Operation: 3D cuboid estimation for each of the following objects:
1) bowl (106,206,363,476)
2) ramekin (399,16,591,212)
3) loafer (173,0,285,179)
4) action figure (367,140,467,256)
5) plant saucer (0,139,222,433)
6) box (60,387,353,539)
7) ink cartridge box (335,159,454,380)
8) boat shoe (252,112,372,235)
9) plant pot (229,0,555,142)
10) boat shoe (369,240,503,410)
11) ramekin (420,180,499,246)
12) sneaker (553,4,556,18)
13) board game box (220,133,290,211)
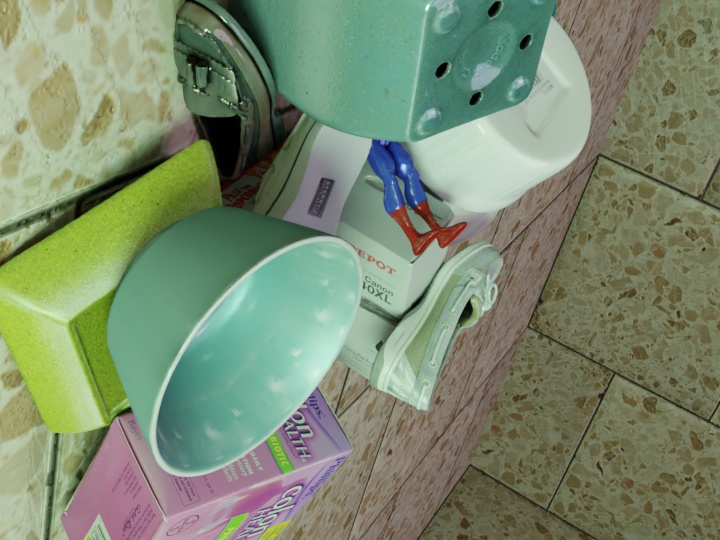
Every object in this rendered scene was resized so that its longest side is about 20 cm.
[{"bbox_3d":[-0.101,0.034,0.665,0.200,0.105,0.202,-39,151,-26],"label":"bowl"},{"bbox_3d":[0.128,-0.166,0.883,0.097,0.201,0.201,-24,-159,52],"label":"ramekin"},{"bbox_3d":[-0.105,-0.130,0.718,0.063,0.072,0.200,-52,163,-12],"label":"loafer"},{"bbox_3d":[0.032,-0.124,0.800,0.065,0.201,0.099,-15,154,-49],"label":"action figure"},{"bbox_3d":[-0.169,0.028,0.720,0.199,0.048,0.201,-39,150,-28],"label":"plant saucer"},{"bbox_3d":[-0.138,0.191,0.827,0.199,0.097,0.176,-12,149,-43],"label":"box"},{"bbox_3d":[0.000,0.000,0.912,0.083,0.144,0.201,-46,157,-35],"label":"ink cartridge box"},{"bbox_3d":[-0.058,-0.062,0.802,0.070,0.070,0.201,11,118,-31],"label":"boat shoe"},{"bbox_3d":[0.035,-0.208,0.675,0.194,0.200,0.197,-23,145,-24],"label":"plant pot"},{"bbox_3d":[0.084,0.049,0.872,0.202,0.064,0.075,-45,157,-39],"label":"boat shoe"},{"bbox_3d":[0.056,-0.118,0.994,0.094,0.202,0.204,-20,136,-49],"label":"ramekin"},{"bbox_3d":[0.180,-0.319,1.155,0.200,0.120,0.084,-42,154,-47],"label":"sneaker"},{"bbox_3d":[-0.092,-0.040,0.915,0.200,0.046,0.153,-45,156,-43],"label":"board game box"}]
